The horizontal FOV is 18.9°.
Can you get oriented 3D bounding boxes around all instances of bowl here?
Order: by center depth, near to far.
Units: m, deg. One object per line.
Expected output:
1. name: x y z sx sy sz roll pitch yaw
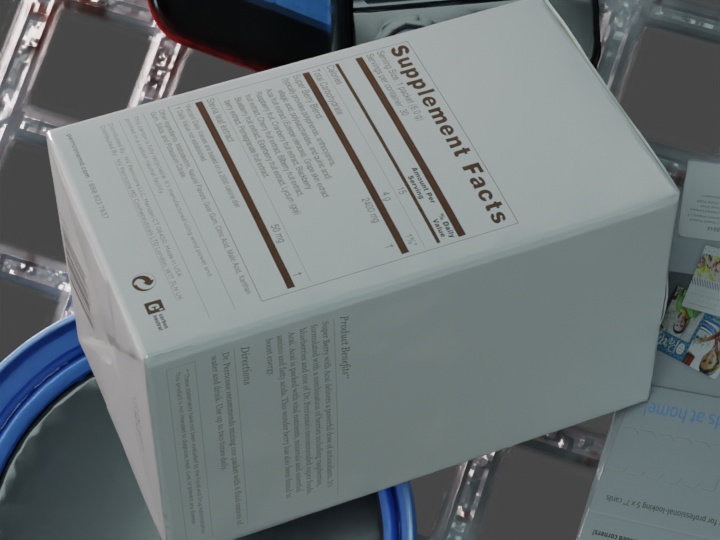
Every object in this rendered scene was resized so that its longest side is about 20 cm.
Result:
1. bowl: -0.075 0.110 0.874 0.200 0.039 0.201 -2 76 8

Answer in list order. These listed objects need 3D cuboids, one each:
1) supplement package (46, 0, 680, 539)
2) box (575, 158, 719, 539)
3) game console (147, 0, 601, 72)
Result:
1. supplement package: 0.000 0.000 0.807 0.200 0.121 0.120 -17 50 -14
2. box: 0.169 0.063 0.816 0.156 0.041 0.200 9 74 39
3. game console: 0.007 -0.179 0.893 0.172 0.119 0.200 -4 76 8
